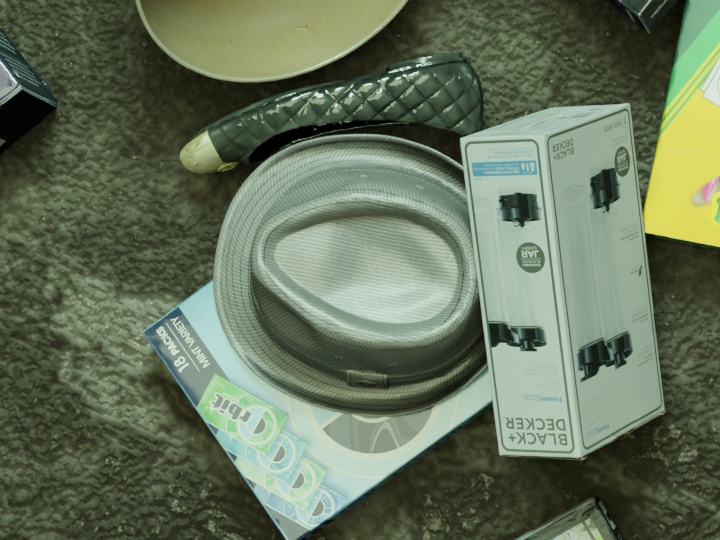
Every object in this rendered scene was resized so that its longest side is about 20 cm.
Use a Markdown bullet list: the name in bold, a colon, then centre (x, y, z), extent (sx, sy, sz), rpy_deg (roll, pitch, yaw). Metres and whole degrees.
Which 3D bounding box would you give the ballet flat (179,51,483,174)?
- **ballet flat**: centre (-0.019, -0.092, 1.766), extent (0.200, 0.066, 0.057), rpy_deg (-15, 88, 6)

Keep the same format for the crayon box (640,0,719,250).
- **crayon box**: centre (0.290, -0.087, 1.730), extent (0.200, 0.058, 0.173), rpy_deg (11, 87, 9)

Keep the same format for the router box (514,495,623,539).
- **router box**: centre (0.098, 0.254, 1.734), extent (0.200, 0.051, 0.149), rpy_deg (-29, 85, 4)

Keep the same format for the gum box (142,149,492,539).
- **gum box**: centre (-0.010, 0.050, 1.766), extent (0.200, 0.045, 0.170), rpy_deg (-36, 83, 4)

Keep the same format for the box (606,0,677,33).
- **box**: centre (0.155, -0.263, 1.745), extent (0.200, 0.036, 0.143), rpy_deg (41, 91, 24)

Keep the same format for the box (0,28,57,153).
- **box**: centre (-0.319, -0.143, 1.789), extent (0.148, 0.104, 0.200), rpy_deg (-40, 83, 3)

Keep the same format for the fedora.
- **fedora**: centre (0.000, 0.000, 1.700), extent (0.200, 0.090, 0.177), rpy_deg (16, 87, 8)

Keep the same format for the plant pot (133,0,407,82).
- **plant pot**: centre (-0.067, -0.238, 1.738), extent (0.200, 0.200, 0.134), rpy_deg (-33, 47, 4)

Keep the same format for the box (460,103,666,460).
- **box**: centre (0.125, 0.006, 1.688), extent (0.060, 0.117, 0.200), rpy_deg (-1, 103, 34)
